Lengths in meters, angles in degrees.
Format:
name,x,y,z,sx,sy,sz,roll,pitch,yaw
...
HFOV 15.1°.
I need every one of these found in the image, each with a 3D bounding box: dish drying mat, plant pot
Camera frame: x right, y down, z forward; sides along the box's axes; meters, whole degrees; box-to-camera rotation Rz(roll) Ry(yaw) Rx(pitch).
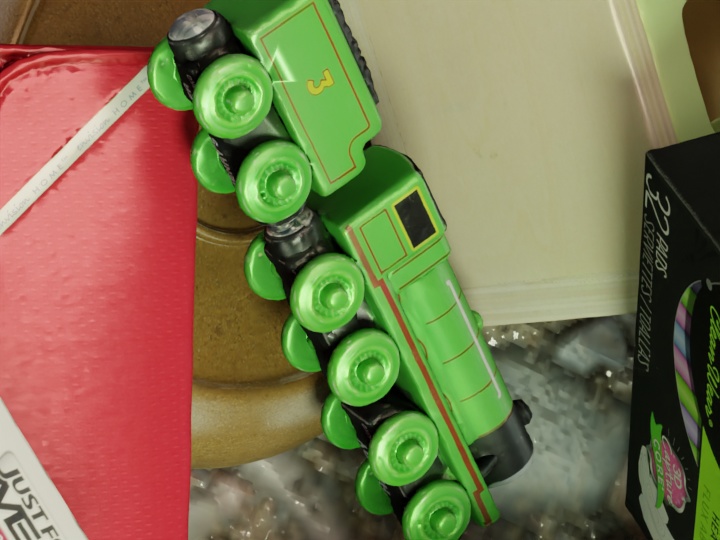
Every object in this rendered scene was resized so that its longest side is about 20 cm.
name,x,y,z,sx,sy,sz,roll,pitch,yaw
dish drying mat,-0.084,0.035,0.785,0.077,0.018,0.201,-1,96,-24
plant pot,-0.045,-0.039,0.838,0.200,0.027,0.201,3,84,-34

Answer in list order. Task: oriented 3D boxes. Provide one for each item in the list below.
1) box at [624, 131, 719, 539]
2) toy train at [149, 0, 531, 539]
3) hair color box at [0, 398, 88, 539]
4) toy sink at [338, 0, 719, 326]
name,x,y,z,sx,sy,sz,roll,pitch,yaw
box,0.169,0.065,0.731,0.124,0.200,0.149,-16,134,-15
toy train,0.000,0.000,0.796,0.056,0.042,0.200,-36,124,-15
hair color box,-0.147,0.116,0.676,0.200,0.060,0.100,-47,115,-45
toy sink,0.071,-0.100,0.841,0.130,0.112,0.200,-31,108,-46
